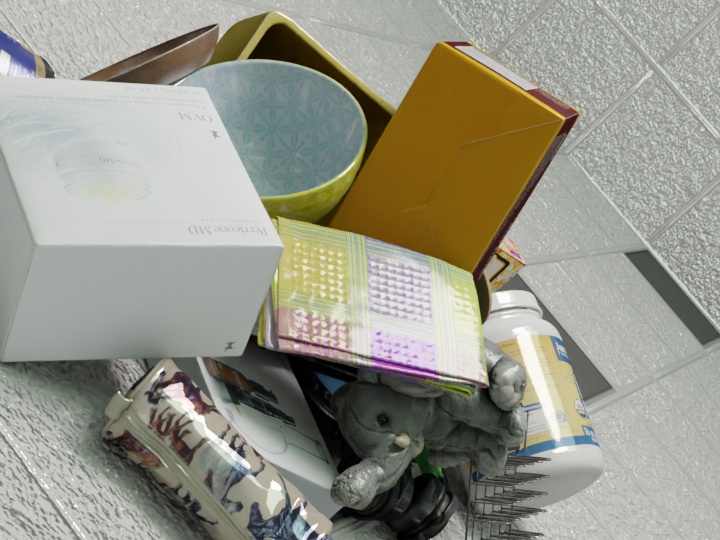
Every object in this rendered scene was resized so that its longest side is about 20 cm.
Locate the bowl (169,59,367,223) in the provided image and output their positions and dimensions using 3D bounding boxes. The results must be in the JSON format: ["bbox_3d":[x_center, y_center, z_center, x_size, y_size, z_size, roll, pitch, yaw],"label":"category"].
[{"bbox_3d":[-0.094,-0.090,1.621,0.199,0.108,0.201,2,42,-2],"label":"bowl"}]

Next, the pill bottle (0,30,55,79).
[{"bbox_3d":[-0.350,-0.167,1.418,0.200,0.112,0.112,34,21,-38],"label":"pill bottle"}]

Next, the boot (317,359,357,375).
[{"bbox_3d":[0.032,0.089,1.715,0.158,0.080,0.211,38,9,34],"label":"boot"}]

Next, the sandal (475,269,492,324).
[{"bbox_3d":[0.070,-0.030,1.826,0.212,0.078,0.070,46,21,15],"label":"sandal"}]

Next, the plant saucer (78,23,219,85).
[{"bbox_3d":[-0.216,-0.175,1.648,0.200,0.199,0.032,-67,135,-72],"label":"plant saucer"}]

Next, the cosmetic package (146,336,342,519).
[{"bbox_3d":[-0.103,0.112,1.501,0.151,0.052,0.200,34,21,-43],"label":"cosmetic package"}]

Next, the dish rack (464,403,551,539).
[{"bbox_3d":[0.138,0.217,1.666,0.153,0.054,0.201,3,91,-68],"label":"dish rack"}]

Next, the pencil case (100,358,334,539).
[{"bbox_3d":[-0.109,0.157,1.339,0.200,0.078,0.089,46,9,-5],"label":"pencil case"}]

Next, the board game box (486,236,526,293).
[{"bbox_3d":[0.071,-0.009,2.018,0.200,0.151,0.046,32,23,-43],"label":"board game box"}]

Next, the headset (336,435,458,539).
[{"bbox_3d":[0.044,0.198,1.589,0.123,0.094,0.201,34,38,-36],"label":"headset"}]

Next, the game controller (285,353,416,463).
[{"bbox_3d":[-0.004,0.132,1.709,0.200,0.042,0.105,24,28,-54],"label":"game controller"}]

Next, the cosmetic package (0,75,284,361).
[{"bbox_3d":[-0.194,-0.041,1.375,0.198,0.123,0.201,0,44,-30],"label":"cosmetic package"}]

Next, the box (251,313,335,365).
[{"bbox_3d":[-0.125,-0.002,1.586,0.200,0.050,0.198,37,4,29],"label":"box"}]

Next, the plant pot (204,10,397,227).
[{"bbox_3d":[-0.106,-0.130,1.800,0.194,0.196,0.200,38,-8,-24],"label":"plant pot"}]

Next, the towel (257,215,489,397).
[{"bbox_3d":[0.008,0.029,1.489,0.199,0.023,0.144,13,46,-19],"label":"towel"}]

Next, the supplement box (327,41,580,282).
[{"bbox_3d":[0.092,-0.095,1.657,0.132,0.198,0.200,32,12,6],"label":"supplement box"}]

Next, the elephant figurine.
[{"bbox_3d":[0.035,0.111,1.524,0.199,0.143,0.155,1,12,-33],"label":"elephant figurine"}]

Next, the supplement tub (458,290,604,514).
[{"bbox_3d":[0.155,0.137,1.839,0.144,0.144,0.201,19,48,-57],"label":"supplement tub"}]
